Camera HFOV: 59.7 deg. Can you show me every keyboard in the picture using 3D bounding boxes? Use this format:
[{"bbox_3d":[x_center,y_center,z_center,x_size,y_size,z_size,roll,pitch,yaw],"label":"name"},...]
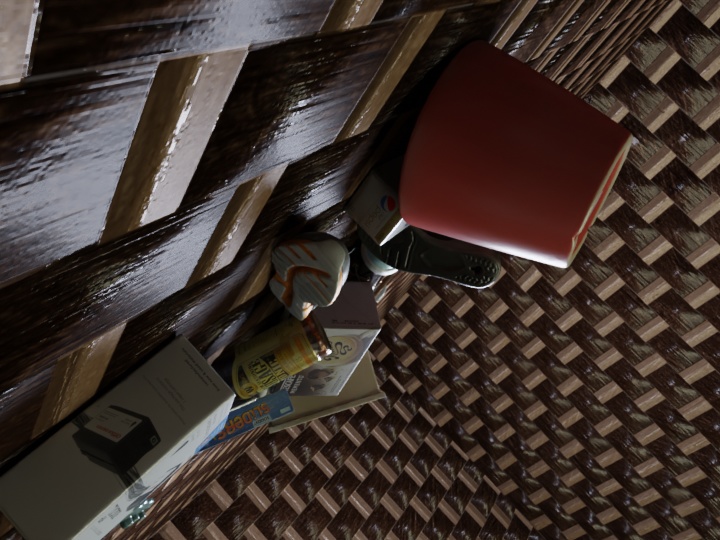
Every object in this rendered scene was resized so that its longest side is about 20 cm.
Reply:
[{"bbox_3d":[-0.193,0.180,0.828,0.056,0.011,0.199,-26,-177,-29],"label":"keyboard"}]

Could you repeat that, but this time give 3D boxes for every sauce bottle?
[{"bbox_3d":[-0.133,0.119,0.759,0.198,0.067,0.066,-30,173,1],"label":"sauce bottle"}]

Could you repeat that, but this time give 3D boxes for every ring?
[{"bbox_3d":[0.028,0.035,1.027,0.201,0.019,0.200,-50,-179,1],"label":"ring"}]

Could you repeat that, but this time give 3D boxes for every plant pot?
[{"bbox_3d":[0.161,-0.104,0.639,0.201,0.176,0.201,-51,158,-29],"label":"plant pot"}]

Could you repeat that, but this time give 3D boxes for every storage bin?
[{"bbox_3d":[-0.078,0.195,1.113,0.197,0.095,0.199,-16,179,-9],"label":"storage bin"}]

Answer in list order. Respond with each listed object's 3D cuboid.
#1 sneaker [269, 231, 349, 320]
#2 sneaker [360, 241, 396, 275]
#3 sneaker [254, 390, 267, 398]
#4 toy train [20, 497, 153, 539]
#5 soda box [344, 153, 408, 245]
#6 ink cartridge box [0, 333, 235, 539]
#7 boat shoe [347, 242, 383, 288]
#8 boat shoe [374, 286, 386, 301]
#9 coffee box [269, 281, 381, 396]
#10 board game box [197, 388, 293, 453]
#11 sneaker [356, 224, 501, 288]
[{"bbox_3d":[-0.047,-0.007,0.669,0.077,0.078,0.200,-41,-177,-20],"label":"sneaker"},{"bbox_3d":[0.080,-0.087,0.917,0.200,0.079,0.131,-52,-179,-40],"label":"sneaker"},{"bbox_3d":[-0.203,0.197,0.992,0.079,0.078,0.201,-21,156,-26],"label":"sneaker"},{"bbox_3d":[-0.311,0.274,0.725,0.113,0.086,0.200,-29,170,-19],"label":"toy train"},{"bbox_3d":[0.066,-0.104,0.781,0.068,0.064,0.200,-50,171,37],"label":"soda box"},{"bbox_3d":[-0.225,0.174,0.598,0.200,0.084,0.145,-41,172,-30],"label":"ink cartridge box"},{"bbox_3d":[0.000,0.000,0.976,0.201,0.070,0.070,-51,-177,-23],"label":"boat shoe"},{"bbox_3d":[-0.034,0.078,1.202,0.199,0.072,0.071,-36,-172,-8],"label":"boat shoe"},{"bbox_3d":[-0.060,0.102,0.902,0.112,0.081,0.201,3,143,-22],"label":"coffee box"},{"bbox_3d":[-0.201,0.218,0.846,0.198,0.035,0.135,-19,171,-28],"label":"board game box"},{"bbox_3d":[0.093,-0.048,0.859,0.115,0.197,0.077,-78,-177,-59],"label":"sneaker"}]
